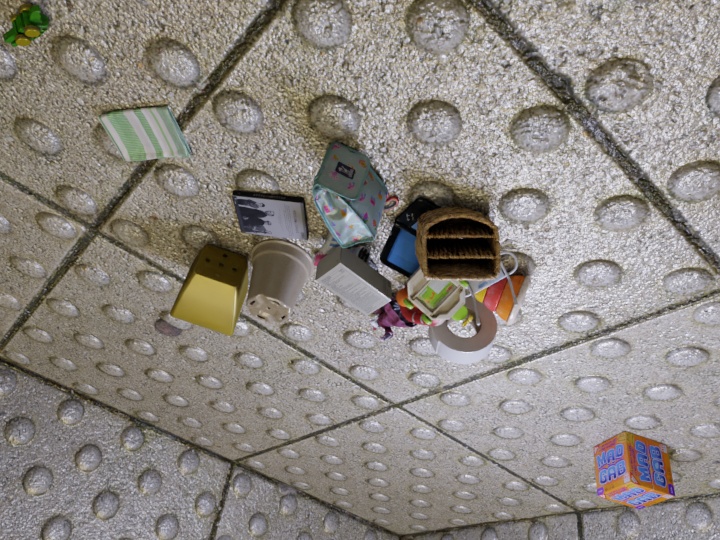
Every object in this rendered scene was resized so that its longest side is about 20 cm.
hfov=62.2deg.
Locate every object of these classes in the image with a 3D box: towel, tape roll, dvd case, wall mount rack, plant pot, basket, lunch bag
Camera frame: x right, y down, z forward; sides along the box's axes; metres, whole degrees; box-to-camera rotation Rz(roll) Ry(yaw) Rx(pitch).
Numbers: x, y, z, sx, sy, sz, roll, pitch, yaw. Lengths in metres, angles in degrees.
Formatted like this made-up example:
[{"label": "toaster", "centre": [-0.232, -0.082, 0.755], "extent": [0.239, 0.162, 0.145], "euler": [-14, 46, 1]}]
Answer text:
[{"label": "towel", "centre": [-0.537, -0.336, 1.489], "extent": [0.197, 0.024, 0.154], "euler": [0, 140, 15]}, {"label": "tape roll", "centre": [0.299, 0.172, 1.759], "extent": [0.199, 0.205, 0.071], "euler": [8, 144, 5]}, {"label": "dvd case", "centre": [-0.245, -0.150, 1.645], "extent": [0.197, 0.025, 0.151], "euler": [7, 142, 6]}, {"label": "wall mount rack", "centre": [0.337, 0.038, 1.601], "extent": [0.199, 0.176, 0.074], "euler": [-31, 168, 27]}, {"label": "plant pot", "centre": [-0.442, 0.043, 1.817], "extent": [0.197, 0.201, 0.177], "euler": [19, 131, -10]}, {"label": "basket", "centre": [0.243, -0.069, 1.472], "extent": [0.197, 0.149, 0.145], "euler": [1, 117, -5]}, {"label": "plant pot", "centre": [-0.250, 0.044, 1.761], "extent": [0.197, 0.185, 0.202], "euler": [7, 143, 6]}, {"label": "lunch bag", "centre": [-0.032, -0.186, 1.419], "extent": [0.121, 0.172, 0.201], "euler": [-11, 133, 32]}]

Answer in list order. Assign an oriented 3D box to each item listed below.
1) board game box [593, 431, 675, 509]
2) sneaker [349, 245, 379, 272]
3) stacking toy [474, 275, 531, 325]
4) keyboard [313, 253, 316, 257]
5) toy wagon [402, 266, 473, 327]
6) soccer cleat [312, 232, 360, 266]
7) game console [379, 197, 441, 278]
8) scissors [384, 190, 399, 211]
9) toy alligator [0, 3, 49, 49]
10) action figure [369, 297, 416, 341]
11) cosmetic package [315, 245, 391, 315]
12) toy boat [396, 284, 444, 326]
[{"label": "board game box", "centre": [1.059, 0.781, 2.324], "extent": [0.197, 0.202, 0.201], "euler": [19, 142, -9]}, {"label": "sneaker", "centre": [0.000, 0.000, 1.741], "extent": [0.080, 0.076, 0.201], "euler": [8, 142, 29]}, {"label": "stacking toy", "centre": [0.367, 0.051, 1.682], "extent": [0.198, 0.147, 0.147], "euler": [24, 146, 16]}, {"label": "keyboard", "centre": [-0.056, 0.014, 1.748], "extent": [0.199, 0.011, 0.056], "euler": [33, 154, 9]}, {"label": "toy wagon", "centre": [0.215, 0.072, 1.584], "extent": [0.199, 0.040, 0.155], "euler": [40, 106, -12]}, {"label": "soccer cleat", "centre": [-0.064, -0.082, 1.644], "extent": [0.199, 0.087, 0.069], "euler": [-30, 169, 34]}, {"label": "game console", "centre": [0.180, -0.065, 1.562], "extent": [0.198, 0.118, 0.176], "euler": [27, 140, -20]}, {"label": "scissors", "centre": [0.010, -0.162, 1.568], "extent": [0.198, 0.014, 0.073], "euler": [-22, 132, 35]}, {"label": "toy alligator", "centre": [-0.729, -0.515, 1.294], "extent": [0.198, 0.060, 0.054], "euler": [-19, 174, 33]}, {"label": "action figure", "centre": [0.095, 0.141, 1.891], "extent": [0.148, 0.136, 0.200], "euler": [-19, 173, -32]}, {"label": "cosmetic package", "centre": [-0.016, 0.030, 1.629], "extent": [0.103, 0.074, 0.199], "euler": [-32, 125, 31]}, {"label": "toy boat", "centre": [0.161, 0.084, 1.703], "extent": [0.129, 0.133, 0.200], "euler": [13, 174, -21]}]
